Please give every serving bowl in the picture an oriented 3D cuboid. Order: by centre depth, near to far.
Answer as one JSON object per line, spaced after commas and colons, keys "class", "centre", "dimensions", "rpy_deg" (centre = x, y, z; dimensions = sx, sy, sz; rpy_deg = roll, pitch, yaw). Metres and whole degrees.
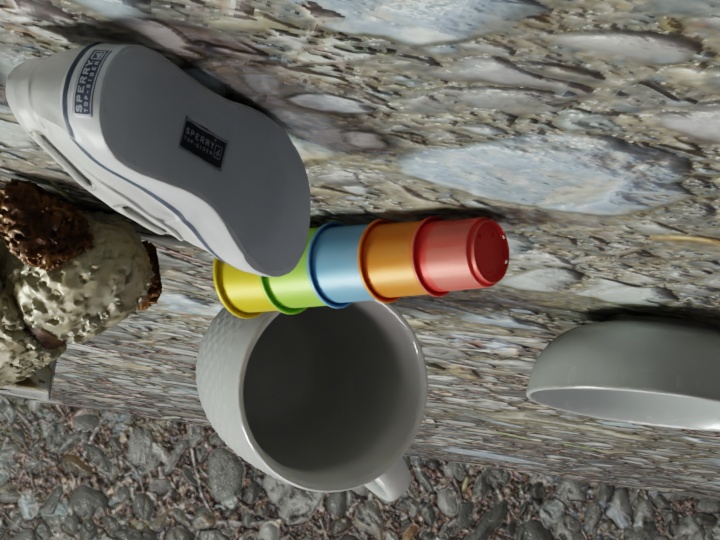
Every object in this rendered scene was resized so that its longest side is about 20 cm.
{"class": "serving bowl", "centre": [0.225, 0.074, 1.183], "dimensions": [0.198, 0.066, 0.200], "rpy_deg": [7, 170, 1]}

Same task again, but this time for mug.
{"class": "mug", "centre": [-0.034, 0.098, 1.199], "dimensions": [0.200, 0.148, 0.175], "rpy_deg": [49, 165, -17]}

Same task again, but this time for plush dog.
{"class": "plush dog", "centre": [-0.221, 0.015, 1.049], "dimensions": [0.171, 0.162, 0.200], "rpy_deg": [-23, 162, 15]}

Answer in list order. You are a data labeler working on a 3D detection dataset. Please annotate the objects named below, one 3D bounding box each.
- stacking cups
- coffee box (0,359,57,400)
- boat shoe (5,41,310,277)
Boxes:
{"class": "stacking cups", "centre": [0.000, 0.000, 0.962], "dimensions": [0.199, 0.061, 0.060], "rpy_deg": [-1, 167, 40]}
{"class": "coffee box", "centre": [-0.327, 0.027, 1.211], "dimensions": [0.198, 0.114, 0.080], "rpy_deg": [10, 169, -9]}
{"class": "boat shoe", "centre": [-0.089, -0.054, 0.748], "dimensions": [0.065, 0.074, 0.200], "rpy_deg": [7, 161, 29]}
